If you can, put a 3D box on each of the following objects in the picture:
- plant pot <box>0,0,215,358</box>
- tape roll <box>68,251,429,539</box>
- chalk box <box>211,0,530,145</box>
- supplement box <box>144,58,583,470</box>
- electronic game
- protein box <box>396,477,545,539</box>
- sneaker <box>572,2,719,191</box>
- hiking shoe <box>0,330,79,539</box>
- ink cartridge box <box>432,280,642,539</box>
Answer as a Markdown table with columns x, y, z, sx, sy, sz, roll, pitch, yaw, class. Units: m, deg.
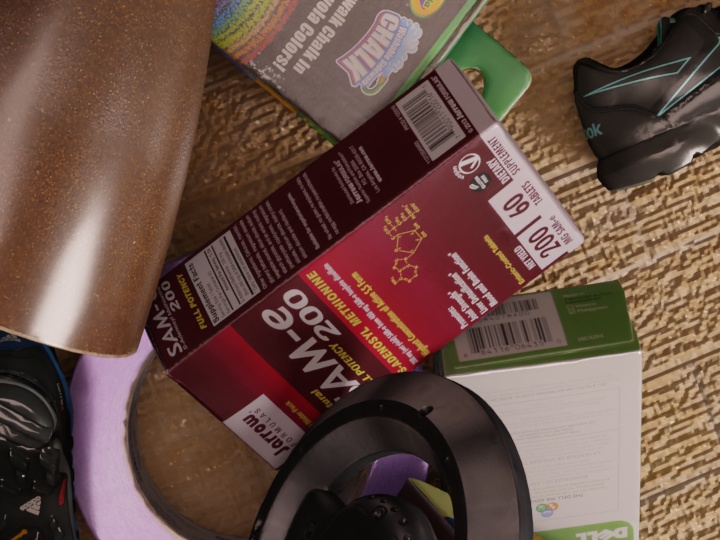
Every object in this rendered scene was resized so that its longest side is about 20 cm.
| x | y | z | sx | sy | sz | roll | pitch | yaw | class |
| --- | --- | --- | --- | --- | --- | --- | --- | --- | --- |
| -0.146 | -0.091 | 0.913 | 0.186 | 0.187 | 0.201 | 26 | 96 | -3 | plant pot |
| -0.060 | 0.085 | 1.081 | 0.198 | 0.066 | 0.202 | 0 | 92 | -3 | tape roll |
| -0.005 | -0.142 | 1.035 | 0.200 | 0.124 | 0.125 | 39 | 97 | -4 | chalk box |
| 0.000 | 0.000 | 0.982 | 0.199 | 0.061 | 0.109 | -37 | 135 | 7 | supplement box |
| 0.007 | 0.145 | 0.927 | 0.041 | 0.200 | 0.201 | 22 | 91 | -36 | electronic game |
| 0.069 | 0.249 | 0.990 | 0.198 | 0.135 | 0.201 | 28 | 99 | -29 | protein box |
| 0.210 | -0.117 | 1.081 | 0.199 | 0.075 | 0.080 | -26 | 90 | -2 | sneaker |
| -0.173 | 0.111 | 1.029 | 0.074 | 0.087 | 0.201 | 8 | 131 | -3 | hiking shoe |
| 0.096 | 0.105 | 1.070 | 0.103 | 0.060 | 0.201 | -8 | 129 | -2 | ink cartridge box |
